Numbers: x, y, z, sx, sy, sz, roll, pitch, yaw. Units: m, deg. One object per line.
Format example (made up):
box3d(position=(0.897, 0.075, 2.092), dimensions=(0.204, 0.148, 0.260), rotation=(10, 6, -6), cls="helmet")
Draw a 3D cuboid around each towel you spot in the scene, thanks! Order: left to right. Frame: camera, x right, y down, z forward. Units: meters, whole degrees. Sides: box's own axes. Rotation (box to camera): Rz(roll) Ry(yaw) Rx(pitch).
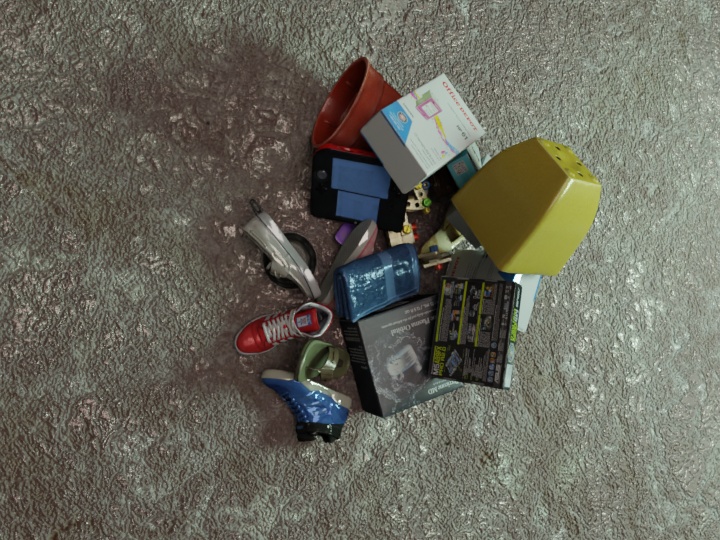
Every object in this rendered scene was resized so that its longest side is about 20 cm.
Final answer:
box3d(position=(0.038, 0.020, 1.315), dimensions=(0.198, 0.048, 0.114), rotation=(-20, 112, -33), cls="towel")

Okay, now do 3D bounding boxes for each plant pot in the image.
box3d(position=(0.033, -0.293, 1.356), dimensions=(0.193, 0.200, 0.204), rotation=(28, 77, -24), cls="plant pot")
box3d(position=(0.332, -0.132, 1.253), dimensions=(0.193, 0.201, 0.196), rotation=(4, 45, -41), cls="plant pot")

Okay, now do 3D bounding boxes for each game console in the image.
box3d(position=(-0.001, -0.159, 1.315), dimensions=(0.196, 0.179, 0.031), rotation=(12, 41, 4), cls="game console")

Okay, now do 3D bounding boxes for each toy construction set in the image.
box3d(position=(0.116, -0.088, 1.417), dimensions=(0.129, 0.092, 0.204), rotation=(-15, 80, -15), cls="toy construction set")

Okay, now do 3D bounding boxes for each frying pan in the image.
box3d(position=(-0.173, -0.041, 1.334), dimensions=(0.189, 0.031, 0.116), rotation=(35, 75, -11), cls="frying pan")

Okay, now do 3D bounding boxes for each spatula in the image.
box3d(position=(0.018, -0.127, 1.417), dimensions=(0.056, 0.021, 0.201), rotation=(39, 73, -12), cls="spatula")

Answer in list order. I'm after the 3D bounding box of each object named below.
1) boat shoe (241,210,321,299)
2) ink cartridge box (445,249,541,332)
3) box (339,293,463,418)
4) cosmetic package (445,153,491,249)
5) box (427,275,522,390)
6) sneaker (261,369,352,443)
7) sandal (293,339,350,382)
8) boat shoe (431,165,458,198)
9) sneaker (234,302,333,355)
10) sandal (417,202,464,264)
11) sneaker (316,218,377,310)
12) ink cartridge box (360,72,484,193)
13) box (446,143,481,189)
box3d(position=(-0.154, -0.019, 1.290), dimensions=(0.065, 0.072, 0.201), rotation=(-37, 98, -13), cls="boat shoe")
box3d(position=(0.269, 0.039, 1.397), dimensions=(0.085, 0.199, 0.149), rotation=(26, 78, -31), cls="ink cartridge box")
box3d(position=(0.084, 0.171, 1.369), dimensions=(0.193, 0.117, 0.204), rotation=(-16, 93, -21), cls="box")
box3d(position=(0.263, -0.152, 1.438), dimensions=(0.101, 0.071, 0.201), rotation=(43, 42, -12), cls="cosmetic package")
box3d(position=(0.221, 0.118, 1.283), dimensions=(0.044, 0.158, 0.204), rotation=(21, 75, -55), cls="box")
box3d(position=(-0.116, 0.275, 1.305), dimensions=(0.198, 0.076, 0.113), rotation=(27, 68, -23), cls="sneaker")
box3d(position=(-0.064, 0.179, 1.286), dimensions=(0.200, 0.057, 0.081), rotation=(10, 96, -60), cls="sandal")
box3d(position=(0.160, -0.258, 1.450), dimensions=(0.070, 0.069, 0.203), rotation=(16, 53, -60), cls="boat shoe")
box3d(position=(-0.146, 0.111, 1.288), dimensions=(0.197, 0.112, 0.073), rotation=(-21, 92, -20), cls="sneaker")
box3d(position=(0.213, -0.094, 1.461), dimensions=(0.078, 0.069, 0.212), rotation=(45, 73, -11), cls="sandal")
box3d(position=(0.000, 0.000, 1.361), dimensions=(0.104, 0.075, 0.202), rotation=(29, 93, -23), cls="sneaker")
box3d(position=(0.120, -0.260, 1.240), dimensions=(0.199, 0.084, 0.146), rotation=(-38, 93, -37), cls="ink cartridge box")
box3d(position=(0.220, -0.242, 1.411), dimensions=(0.049, 0.201, 0.083), rotation=(-25, 116, 20), cls="box")
